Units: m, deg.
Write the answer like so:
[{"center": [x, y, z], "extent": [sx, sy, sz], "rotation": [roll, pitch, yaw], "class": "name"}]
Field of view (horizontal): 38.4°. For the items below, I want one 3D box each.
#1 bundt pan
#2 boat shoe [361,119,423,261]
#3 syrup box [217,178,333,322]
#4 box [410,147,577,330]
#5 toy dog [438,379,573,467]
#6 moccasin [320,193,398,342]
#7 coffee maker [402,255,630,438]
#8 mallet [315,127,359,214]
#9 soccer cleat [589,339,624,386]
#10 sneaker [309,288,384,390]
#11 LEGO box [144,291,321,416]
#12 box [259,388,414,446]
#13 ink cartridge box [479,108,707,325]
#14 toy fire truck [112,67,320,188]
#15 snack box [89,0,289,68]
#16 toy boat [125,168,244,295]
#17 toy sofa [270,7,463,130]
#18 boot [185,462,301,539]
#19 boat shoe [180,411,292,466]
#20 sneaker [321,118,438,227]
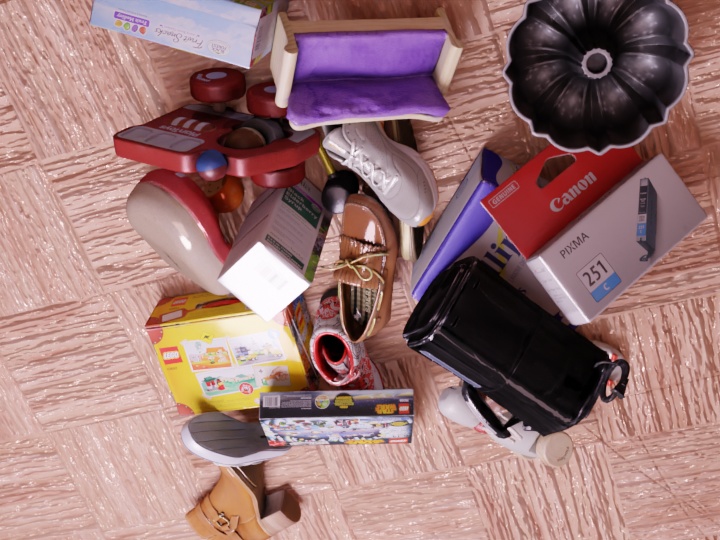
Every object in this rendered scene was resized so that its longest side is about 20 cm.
[{"center": [0.254, -0.233, 1.128], "extent": [0.201, 0.076, 0.203], "rotation": [2, 112, 5], "class": "bundt pan"}, {"center": [0.033, -0.104, 1.242], "extent": [0.067, 0.072, 0.201], "rotation": [1, 116, 16], "class": "boat shoe"}, {"center": [-0.095, -0.036, 1.225], "extent": [0.079, 0.200, 0.081], "rotation": [41, 118, -16], "class": "syrup box"}, {"center": [0.188, -0.014, 1.253], "extent": [0.199, 0.105, 0.184], "rotation": [26, 119, -7], "class": "box"}, {"center": [0.204, 0.185, 1.366], "extent": [0.132, 0.097, 0.200], "rotation": [13, 164, 44], "class": "toy dog"}, {"center": [-0.001, -0.001, 1.243], "extent": [0.073, 0.078, 0.202], "rotation": [23, 132, 20], "class": "moccasin"}, {"center": [0.169, 0.078, 1.153], "extent": [0.200, 0.135, 0.192], "rotation": [34, 140, -11], "class": "coffee maker"}, {"center": [-0.054, -0.167, 1.246], "extent": [0.041, 0.066, 0.201], "rotation": [-20, 100, 17], "class": "mallet"}, {"center": [0.247, 0.116, 1.345], "extent": [0.199, 0.078, 0.070], "rotation": [0, 107, -15], "class": "soccer cleat"}, {"center": [-0.019, 0.135, 1.364], "extent": [0.067, 0.108, 0.202], "rotation": [-8, 118, 12], "class": "sneaker"}, {"center": [-0.166, 0.105, 1.386], "extent": [0.199, 0.077, 0.150], "rotation": [-8, 118, 13], "class": "LEGO box"}, {"center": [-0.029, 0.197, 1.372], "extent": [0.199, 0.040, 0.137], "rotation": [-2, 156, 1], "class": "box"}, {"center": [0.262, -0.068, 1.154], "extent": [0.200, 0.045, 0.176], "rotation": [-39, 92, -17], "class": "ink cartridge box"}, {"center": [-0.157, -0.146, 1.174], "extent": [0.199, 0.168, 0.113], "rotation": [18, 124, 27], "class": "toy fire truck"}, {"center": [-0.172, -0.279, 1.096], "extent": [0.168, 0.200, 0.068], "rotation": [16, 112, 0], "class": "snack box"}, {"center": [-0.193, -0.066, 1.265], "extent": [0.130, 0.131, 0.200], "rotation": [31, 167, 22], "class": "toy boat"}, {"center": [0.007, -0.219, 1.115], "extent": [0.199, 0.098, 0.083], "rotation": [-6, 147, -17], "class": "toy sofa"}, {"center": [-0.202, 0.332, 1.526], "extent": [0.154, 0.074, 0.200], "rotation": [-27, 110, 25], "class": "boot"}, {"center": [-0.178, 0.244, 1.420], "extent": [0.067, 0.074, 0.200], "rotation": [-38, 147, 27], "class": "boat shoe"}, {"center": [0.005, -0.126, 1.153], "extent": [0.200, 0.092, 0.076], "rotation": [55, 129, 18], "class": "sneaker"}]
